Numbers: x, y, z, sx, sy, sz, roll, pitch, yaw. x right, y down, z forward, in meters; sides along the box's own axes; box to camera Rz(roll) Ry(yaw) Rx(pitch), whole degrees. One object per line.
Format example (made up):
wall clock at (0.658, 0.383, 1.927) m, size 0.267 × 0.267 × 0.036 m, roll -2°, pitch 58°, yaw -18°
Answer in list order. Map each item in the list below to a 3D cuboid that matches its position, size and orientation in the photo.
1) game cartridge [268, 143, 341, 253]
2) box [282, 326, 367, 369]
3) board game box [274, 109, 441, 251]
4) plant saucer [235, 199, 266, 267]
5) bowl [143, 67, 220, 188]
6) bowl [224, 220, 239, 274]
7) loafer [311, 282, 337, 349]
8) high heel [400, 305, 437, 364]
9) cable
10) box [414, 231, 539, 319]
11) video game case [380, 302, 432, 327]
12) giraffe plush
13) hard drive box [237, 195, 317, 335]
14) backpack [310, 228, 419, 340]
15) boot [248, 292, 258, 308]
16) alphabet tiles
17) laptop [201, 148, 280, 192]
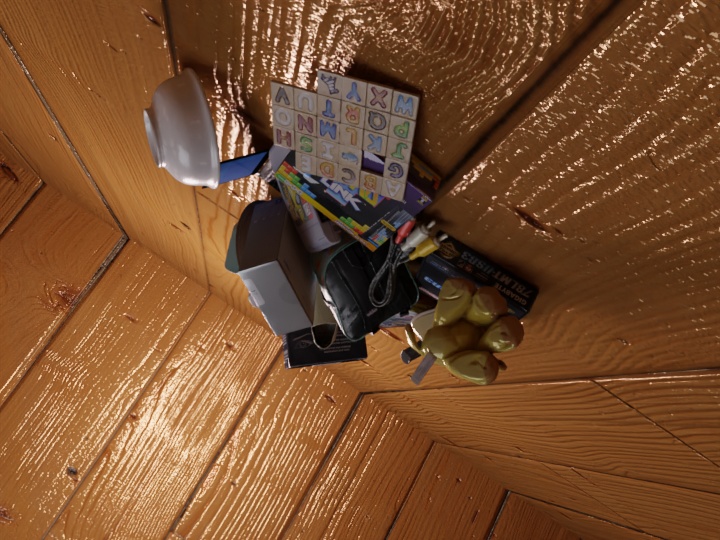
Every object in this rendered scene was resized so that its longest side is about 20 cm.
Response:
game cartridge at (-0.097, -0.130, 0.998) m, size 0.203 × 0.040 × 0.133 m, roll 68°, pitch 162°, yaw -2°
box at (-0.097, 0.134, 1.476) m, size 0.193 × 0.204 × 0.117 m, roll -4°, pitch 170°, yaw -14°
board game box at (-0.008, -0.137, 0.870) m, size 0.199 × 0.057 × 0.165 m, roll 36°, pitch 143°, yaw -12°
plant saucer at (-0.178, -0.040, 1.176) m, size 0.029 × 0.203 × 0.201 m, roll -5°, pitch 146°, yaw 25°
bowl at (-0.309, -0.230, 0.999) m, size 0.201 × 0.089 × 0.204 m, roll 48°, pitch 146°, yaw 47°
bowl at (-0.211, -0.067, 1.330) m, size 0.199 × 0.199 × 0.107 m, roll 15°, pitch 114°, yaw 43°
loafer at (-0.075, 0.083, 1.248) m, size 0.074 × 0.069 × 0.203 m, roll -6°, pitch 124°, yaw -2°
high heel at (0.169, 0.111, 1.238) m, size 0.072 × 0.141 × 0.201 m, roll 51°, pitch 143°, yaw 20°
cable at (0.057, -0.025, 0.993) m, size 0.097 × 0.201 × 0.050 m, roll 45°, pitch -152°, yaw 10°
box at (0.198, 0.031, 1.067) m, size 0.198 × 0.050 × 0.199 m, roll 31°, pitch 162°, yaw 7°
video game case at (0.071, 0.097, 1.306) m, size 0.198 × 0.026 × 0.179 m, roll -10°, pitch 160°, yaw 42°
giraffe plush at (0.188, 0.121, 1.010) m, size 0.161 × 0.200 × 0.174 m, roll 17°, pitch -143°, yaw -58°
hard drive box at (-0.140, -0.013, 1.070) m, size 0.076 × 0.202 × 0.157 m, roll -15°, pitch 126°, yaw 12°
backpack at (0.000, 0.000, 1.115) m, size 0.154 × 0.174 × 0.201 m, roll 58°, pitch 175°, yaw 48°
boot at (-0.148, 0.022, 1.306) m, size 0.196 × 0.096 × 0.074 m, roll -8°, pitch 125°, yaw 6°
alphabet tiles at (-0.026, -0.182, 0.780) m, size 0.197 × 0.008 × 0.169 m, roll 18°, pitch 140°, yaw 10°
laptop at (-0.183, -0.156, 1.132) m, size 0.199 × 0.104 × 0.177 m, roll 37°, pitch 163°, yaw -14°
